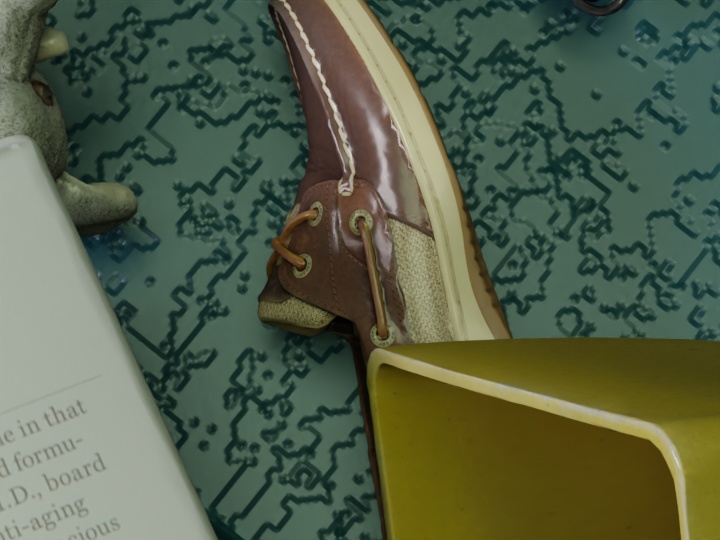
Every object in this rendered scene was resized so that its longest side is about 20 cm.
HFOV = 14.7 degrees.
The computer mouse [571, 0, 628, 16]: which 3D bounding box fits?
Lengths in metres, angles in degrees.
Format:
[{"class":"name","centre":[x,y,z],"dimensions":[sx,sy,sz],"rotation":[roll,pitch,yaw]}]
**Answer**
[{"class":"computer mouse","centre":[0.150,-0.166,0.932],"dimensions":[0.199,0.046,0.141],"rotation":[-7,99,-1]}]

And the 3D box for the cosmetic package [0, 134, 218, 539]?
[{"class":"cosmetic package","centre":[-0.139,0.100,0.809],"dimensions":[0.164,0.165,0.201],"rotation":[-22,77,-22]}]

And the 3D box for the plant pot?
[{"class":"plant pot","centre":[0.130,0.114,0.797],"dimensions":[0.175,0.200,0.201],"rotation":[-11,98,-20]}]

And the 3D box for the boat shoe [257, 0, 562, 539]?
[{"class":"boat shoe","centre":[0.000,0.000,0.899],"dimensions":[0.072,0.072,0.201],"rotation":[-19,85,-5]}]

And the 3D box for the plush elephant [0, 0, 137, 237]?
[{"class":"plush elephant","centre":[-0.143,-0.080,0.873],"dimensions":[0.154,0.164,0.201],"rotation":[34,108,22]}]
